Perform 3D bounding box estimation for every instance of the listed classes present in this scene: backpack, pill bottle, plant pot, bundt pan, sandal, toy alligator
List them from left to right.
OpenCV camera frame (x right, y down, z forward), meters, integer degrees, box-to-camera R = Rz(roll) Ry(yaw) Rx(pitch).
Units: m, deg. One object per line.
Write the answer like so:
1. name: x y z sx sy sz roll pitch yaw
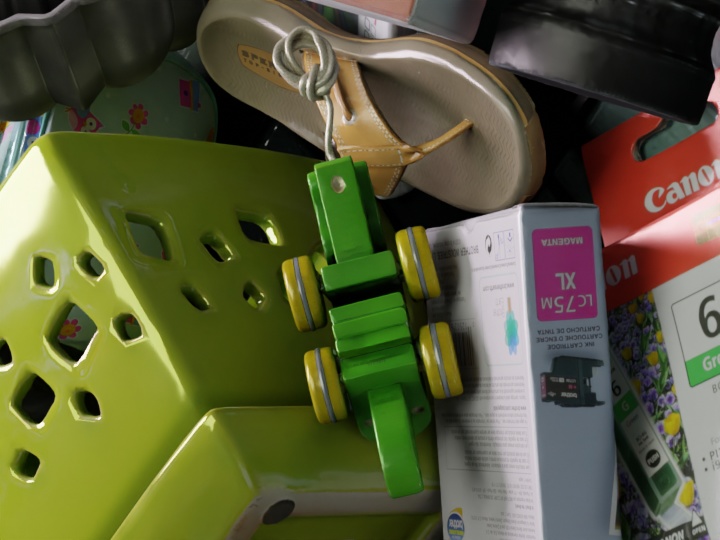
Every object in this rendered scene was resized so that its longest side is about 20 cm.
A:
1. bundt pan: -0.149 -0.139 1.245 0.202 0.202 0.076 35 151 45
2. backpack: -0.153 -0.026 1.315 0.127 0.167 0.200 4 74 36
3. plant pot: -0.073 0.076 1.171 0.200 0.199 0.182 -53 55 28
4. sandal: -0.004 -0.066 1.145 0.200 0.054 0.080 23 138 36
5. toy alligator: 0.000 0.000 1.094 0.059 0.054 0.200 -14 71 2
6. pill bottle: 0.117 -0.162 1.028 0.112 0.112 0.200 20 95 47

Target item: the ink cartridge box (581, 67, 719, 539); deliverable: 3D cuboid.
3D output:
1. ink cartridge box: 0.129 0.018 1.061 0.109 0.050 0.200 -30 63 42

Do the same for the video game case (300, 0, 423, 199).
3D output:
1. video game case: -0.027 -0.159 1.215 0.200 0.023 0.182 54 154 38

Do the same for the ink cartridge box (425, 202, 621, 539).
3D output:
1. ink cartridge box: 0.065 0.077 1.067 0.119 0.042 0.200 169 99 -73

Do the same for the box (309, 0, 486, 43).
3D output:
1. box: -0.008 -0.205 1.040 0.152 0.106 0.200 17 94 13
